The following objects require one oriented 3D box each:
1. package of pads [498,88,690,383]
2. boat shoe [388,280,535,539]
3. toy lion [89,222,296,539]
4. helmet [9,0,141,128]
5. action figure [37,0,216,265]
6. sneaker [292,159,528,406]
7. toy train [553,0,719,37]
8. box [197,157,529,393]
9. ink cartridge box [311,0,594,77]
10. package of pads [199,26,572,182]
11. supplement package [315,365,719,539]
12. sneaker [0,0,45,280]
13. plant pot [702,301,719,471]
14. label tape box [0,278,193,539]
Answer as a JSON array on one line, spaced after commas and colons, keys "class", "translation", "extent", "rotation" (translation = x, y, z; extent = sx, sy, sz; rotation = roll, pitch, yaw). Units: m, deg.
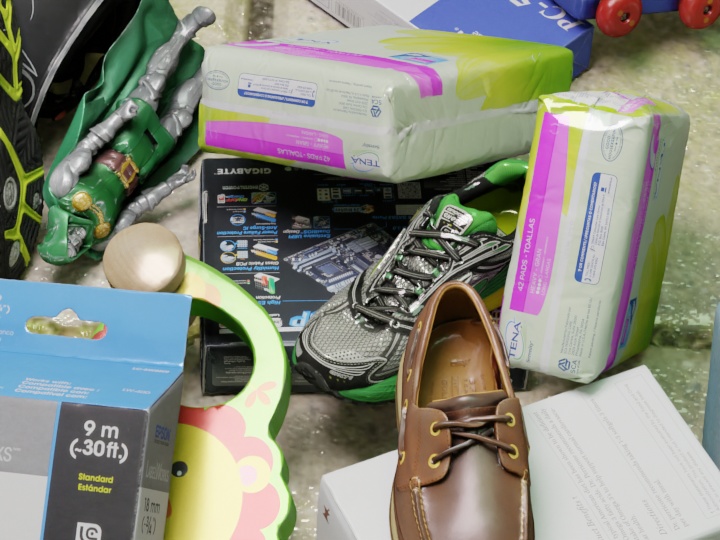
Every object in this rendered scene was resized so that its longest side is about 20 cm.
[{"class": "package of pads", "translation": [0.134, -0.026, 1.306], "extent": [0.068, 0.156, 0.200], "rotation": [11, 6, 14]}, {"class": "boat shoe", "translation": [0.049, 0.090, 1.150], "extent": [0.071, 0.068, 0.201], "rotation": [-1, 46, -3]}, {"class": "toy lion", "translation": [-0.109, 0.100, 1.273], "extent": [0.191, 0.069, 0.200], "rotation": [33, 72, 20]}, {"class": "helmet", "translation": [-0.249, -0.186, 1.477], "extent": [0.190, 0.200, 0.200], "rotation": [34, 52, 4]}, {"class": "action figure", "translation": [-0.143, -0.078, 1.440], "extent": [0.054, 0.118, 0.201], "rotation": [0, 48, 43]}, {"class": "sneaker", "translation": [0.034, 0.000, 1.318], "extent": [0.078, 0.086, 0.200], "rotation": [34, 56, 23]}, {"class": "toy train", "translation": [0.225, -0.232, 1.559], "extent": [0.198, 0.117, 0.085], "rotation": [-9, 37, -29]}, {"class": "box", "translation": [0.000, 0.000, 1.405], "extent": [0.198, 0.046, 0.160], "rotation": [-1, 48, -4]}, {"class": "ink cartridge box", "translation": [0.055, -0.182, 1.576], "extent": [0.200, 0.044, 0.094], "rotation": [38, 56, 26]}, {"class": "package of pads", "translation": [0.014, -0.104, 1.396], "extent": [0.154, 0.069, 0.199], "rotation": [11, 16, 36]}, {"class": "supplement package", "translation": [0.087, 0.155, 1.219], "extent": [0.198, 0.118, 0.117], "rotation": [-17, 51, -19]}, {"class": "sneaker", "translation": [-0.241, -0.080, 1.384], "extent": [0.076, 0.202, 0.075], "rotation": [-1, 12, 15]}, {"class": "plant pot", "translation": [0.283, 0.101, 1.242], "extent": [0.195, 0.197, 0.200], "rotation": [-14, 39, -16]}, {"class": "label tape box", "translation": [-0.174, 0.102, 1.208], "extent": [0.143, 0.063, 0.202], "rotation": [4, 82, 12]}]
